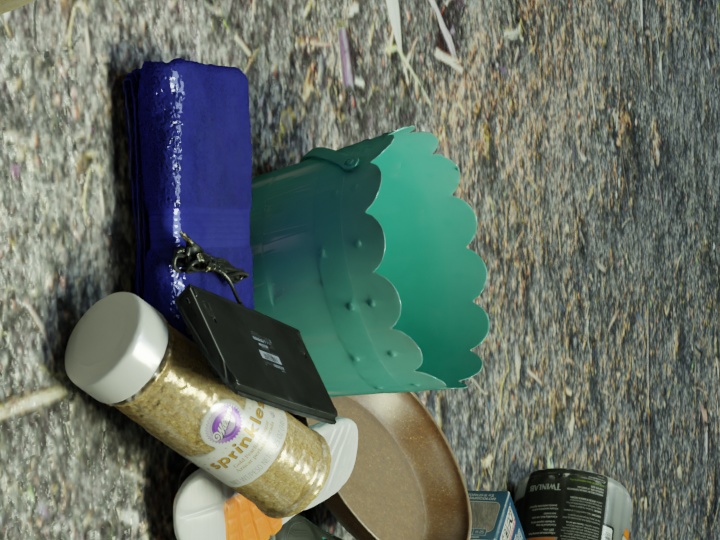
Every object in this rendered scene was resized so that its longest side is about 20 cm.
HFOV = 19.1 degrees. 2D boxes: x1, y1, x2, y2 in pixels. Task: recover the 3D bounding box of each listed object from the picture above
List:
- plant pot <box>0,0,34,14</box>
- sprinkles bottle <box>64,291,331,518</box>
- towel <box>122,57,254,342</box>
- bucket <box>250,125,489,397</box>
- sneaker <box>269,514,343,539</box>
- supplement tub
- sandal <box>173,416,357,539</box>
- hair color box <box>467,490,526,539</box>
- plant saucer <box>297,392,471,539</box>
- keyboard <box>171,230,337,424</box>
[{"bbox_3d":[-0.188,-0.262,1.144,0.200,0.176,0.201,64,32,-47],"label":"plant pot"},{"bbox_3d":[-0.103,0.090,1.397,0.200,0.068,0.069,40,50,-39],"label":"sprinkles bottle"},{"bbox_3d":[-0.119,-0.043,1.476,0.148,0.049,0.202,-3,93,-71],"label":"towel"},{"bbox_3d":[0.000,0.000,1.613,0.207,0.134,0.209,-10,90,-67],"label":"bucket"},{"bbox_3d":[-0.019,0.231,1.656,0.200,0.079,0.076,39,54,-60],"label":"sneaker"},{"bbox_3d":[0.204,0.311,2.146,0.123,0.122,0.201,53,41,-55],"label":"supplement tub"},{"bbox_3d":[-0.079,0.151,1.533,0.206,0.059,0.080,-18,117,-53],"label":"sandal"},{"bbox_3d":[0.106,0.285,1.933,0.061,0.099,0.201,-67,147,-43],"label":"hair color box"},{"bbox_3d":[0.012,0.155,1.706,0.200,0.037,0.201,38,31,-29],"label":"plant saucer"},{"bbox_3d":[-0.077,0.040,1.425,0.128,0.021,0.200,64,12,18],"label":"keyboard"}]
